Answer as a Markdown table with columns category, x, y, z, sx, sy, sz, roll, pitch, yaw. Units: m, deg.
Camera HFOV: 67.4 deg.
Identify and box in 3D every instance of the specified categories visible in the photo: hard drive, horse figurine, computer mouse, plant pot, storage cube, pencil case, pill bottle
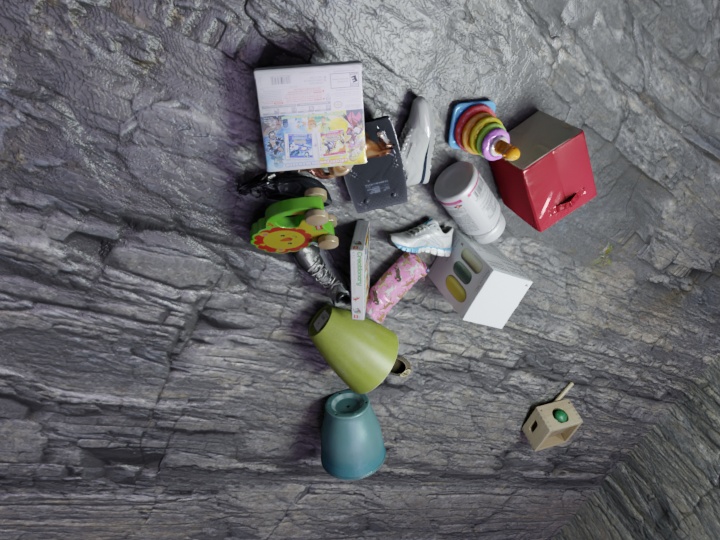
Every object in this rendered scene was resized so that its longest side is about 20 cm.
| category | x | y | z | sx | sy | sz | roll | pitch | yaw |
| --- | --- | --- | --- | --- | --- | --- | --- | --- | --- |
| hard drive | 0.026 | -0.230 | 1.174 | 0.132 | 0.043 | 0.203 | -12 | 126 | 7 |
| horse figurine | -0.039 | -0.247 | 1.105 | 0.199 | 0.050 | 0.133 | -35 | 112 | 29 |
| computer mouse | -0.145 | -0.175 | 1.123 | 0.196 | 0.137 | 0.054 | 7 | 85 | -35 |
| plant pot | -0.034 | 0.182 | 1.393 | 0.199 | 0.188 | 0.187 | 39 | 102 | -24 |
| storage cube | 0.430 | -0.239 | 1.290 | 0.169 | 0.201 | 0.181 | -32 | 125 | 0 |
| pencil case | 0.087 | 0.043 | 1.398 | 0.087 | 0.083 | 0.200 | 45 | 100 | 3 |
| plant pot | -0.031 | 0.464 | 1.579 | 0.196 | 0.200 | 0.192 | -13 | 113 | -16 |
| pill bottle | 0.272 | -0.160 | 1.321 | 0.113 | 0.114 | 0.200 | -41 | 130 | 7 |

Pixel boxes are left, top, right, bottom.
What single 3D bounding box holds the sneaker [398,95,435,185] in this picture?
| category | x | y | z | sx | sy | sz | roll | pitch | yaw |
| --- | --- | --- | --- | --- | --- | --- | --- | --- | --- |
| sneaker | 0.115 | -0.279 | 1.192 | 0.078 | 0.077 | 0.204 | -6 | 125 | -9 |

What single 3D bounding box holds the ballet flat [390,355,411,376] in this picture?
| category | x | y | z | sx | sy | sz | roll | pitch | yaw |
| --- | --- | --- | --- | --- | --- | --- | --- | --- | --- |
| ballet flat | 0.090 | 0.269 | 1.581 | 0.067 | 0.047 | 0.200 | -40 | 130 | 7 |

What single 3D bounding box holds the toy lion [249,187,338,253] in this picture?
| category | x | y | z | sx | sy | sz | roll | pitch | yaw |
| --- | --- | --- | --- | --- | --- | --- | --- | --- | --- |
| toy lion | -0.148 | -0.091 | 1.144 | 0.187 | 0.070 | 0.201 | -8 | 160 | 4 |

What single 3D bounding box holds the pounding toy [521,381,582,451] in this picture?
| category | x | y | z | sx | sy | sz | roll | pitch | yaw |
| --- | --- | --- | --- | --- | --- | --- | --- | --- | --- |
| pounding toy | 0.736 | 0.556 | 2.057 | 0.180 | 0.144 | 0.203 | -8 | 137 | -20 |

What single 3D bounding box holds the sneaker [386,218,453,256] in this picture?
| category | x | y | z | sx | sy | sz | roll | pitch | yaw |
| --- | --- | --- | --- | --- | --- | --- | --- | --- | --- |
| sneaker | 0.152 | -0.091 | 1.350 | 0.196 | 0.075 | 0.089 | 1 | 112 | -33 |

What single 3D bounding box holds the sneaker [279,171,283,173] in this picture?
| category | x | y | z | sx | sy | sz | roll | pitch | yaw |
| --- | --- | --- | --- | --- | --- | --- | --- | --- | --- |
| sneaker | -0.139 | -0.298 | 1.064 | 0.089 | 0.068 | 0.201 | 30 | 111 | -24 |

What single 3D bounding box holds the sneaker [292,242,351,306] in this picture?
| category | x | y | z | sx | sy | sz | roll | pitch | yaw |
| --- | --- | --- | --- | --- | --- | --- | --- | --- | --- |
| sneaker | -0.076 | 0.016 | 1.276 | 0.075 | 0.116 | 0.200 | -41 | 131 | 7 |

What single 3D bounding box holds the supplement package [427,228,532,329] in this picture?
| category | x | y | z | sx | sy | sz | roll | pitch | yaw |
| --- | --- | --- | --- | --- | --- | --- | --- | --- | --- |
| supplement package | 0.305 | 0.020 | 1.406 | 0.148 | 0.201 | 0.154 | 14 | 116 | -32 |

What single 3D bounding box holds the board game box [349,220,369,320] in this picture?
| category | x | y | z | sx | sy | sz | roll | pitch | yaw |
| --- | --- | --- | --- | --- | --- | --- | --- | --- | --- |
| board game box | 0.000 | 0.000 | 1.295 | 0.034 | 0.127 | 0.204 | 4 | 127 | 6 |

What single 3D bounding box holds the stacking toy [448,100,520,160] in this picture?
| category | x | y | z | sx | sy | sz | roll | pitch | yaw |
| --- | --- | --- | --- | --- | --- | --- | --- | --- | --- |
| stacking toy | 0.286 | -0.285 | 1.180 | 0.113 | 0.201 | 0.112 | -11 | 128 | -19 |

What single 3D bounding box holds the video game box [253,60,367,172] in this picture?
| category | x | y | z | sx | sy | sz | roll | pitch | yaw |
| --- | --- | --- | --- | --- | --- | --- | --- | --- | --- |
| video game box | -0.089 | -0.287 | 1.011 | 0.195 | 0.047 | 0.186 | -5 | 116 | -4 |
